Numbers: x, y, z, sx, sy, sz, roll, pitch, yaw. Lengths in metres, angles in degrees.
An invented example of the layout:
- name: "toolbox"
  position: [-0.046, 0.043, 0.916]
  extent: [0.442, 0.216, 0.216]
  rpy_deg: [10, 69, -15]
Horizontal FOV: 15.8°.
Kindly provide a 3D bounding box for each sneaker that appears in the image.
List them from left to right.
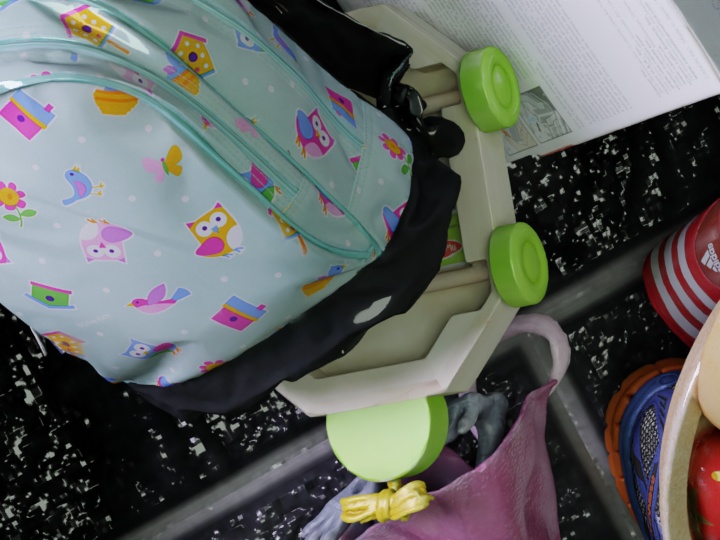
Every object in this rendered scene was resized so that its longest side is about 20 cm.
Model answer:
- name: "sneaker"
  position: [0.159, 0.137, 1.093]
  extent: [0.075, 0.078, 0.201]
  rpy_deg: [-26, 98, -5]
- name: "sneaker"
  position: [0.197, -0.021, 1.096]
  extent: [0.199, 0.115, 0.079]
  rpy_deg: [-7, 77, -38]

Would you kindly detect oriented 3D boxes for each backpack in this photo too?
- name: "backpack"
  position: [-0.077, -0.042, 0.932]
  extent: [0.167, 0.127, 0.200]
  rpy_deg: [-32, 124, 23]

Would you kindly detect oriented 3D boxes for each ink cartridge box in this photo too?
- name: "ink cartridge box"
  position: [0.072, -0.106, 1.012]
  extent: [0.050, 0.200, 0.109]
  rpy_deg: [-40, 100, -26]

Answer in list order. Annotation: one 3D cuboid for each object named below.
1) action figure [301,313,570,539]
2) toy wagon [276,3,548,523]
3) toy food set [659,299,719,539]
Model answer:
- name: "action figure"
  position: [0.074, 0.144, 1.088]
  extent: [0.200, 0.134, 0.149]
  rpy_deg: [44, 53, -16]
- name: "toy wagon"
  position: [0.000, 0.000, 1.030]
  extent: [0.155, 0.040, 0.201]
  rpy_deg: [-12, 84, 29]
- name: "toy food set"
  position: [0.195, 0.053, 1.005]
  extent: [0.197, 0.049, 0.201]
  rpy_deg: [-13, 119, -36]
